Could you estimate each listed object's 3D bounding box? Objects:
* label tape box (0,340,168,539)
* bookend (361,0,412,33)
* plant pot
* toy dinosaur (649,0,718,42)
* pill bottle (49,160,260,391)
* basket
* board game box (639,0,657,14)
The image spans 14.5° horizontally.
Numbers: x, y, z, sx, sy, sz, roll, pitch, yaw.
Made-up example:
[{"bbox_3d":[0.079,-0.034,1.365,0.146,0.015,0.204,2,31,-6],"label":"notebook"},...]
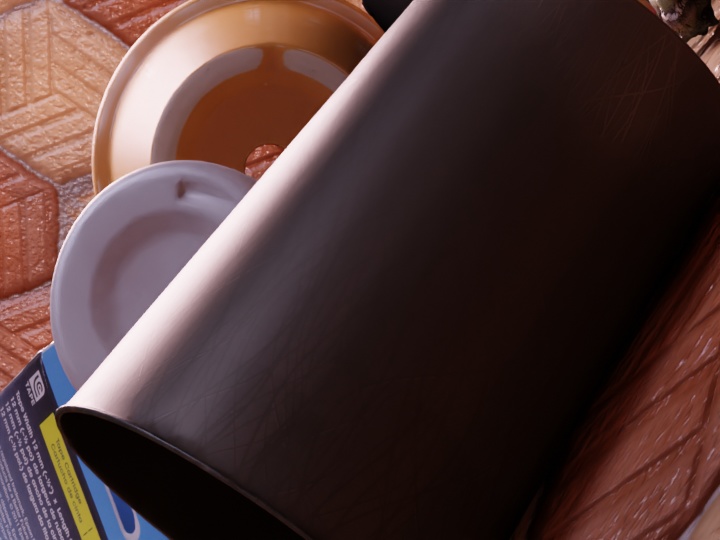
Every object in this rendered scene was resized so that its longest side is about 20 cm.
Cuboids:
[{"bbox_3d":[-0.121,0.119,1.278,0.066,0.144,0.200,-11,-20,-39],"label":"label tape box"},{"bbox_3d":[0.093,-0.200,1.458,0.200,0.092,0.199,-36,-19,-4],"label":"bookend"},{"bbox_3d":[-0.050,-0.059,1.525,0.201,0.200,0.183,-56,3,1],"label":"plant pot"},{"bbox_3d":[0.133,-0.173,1.149,0.047,0.088,0.201,-35,21,52],"label":"toy dinosaur"},{"bbox_3d":[-0.040,0.024,1.185,0.113,0.112,0.200,-56,-22,5],"label":"pill bottle"},{"bbox_3d":[0.020,0.006,0.886,0.200,0.136,0.180,-53,17,-13],"label":"basket"},{"bbox_3d":[0.079,-0.083,1.297,0.201,0.057,0.165,-59,7,-28],"label":"board game box"}]
